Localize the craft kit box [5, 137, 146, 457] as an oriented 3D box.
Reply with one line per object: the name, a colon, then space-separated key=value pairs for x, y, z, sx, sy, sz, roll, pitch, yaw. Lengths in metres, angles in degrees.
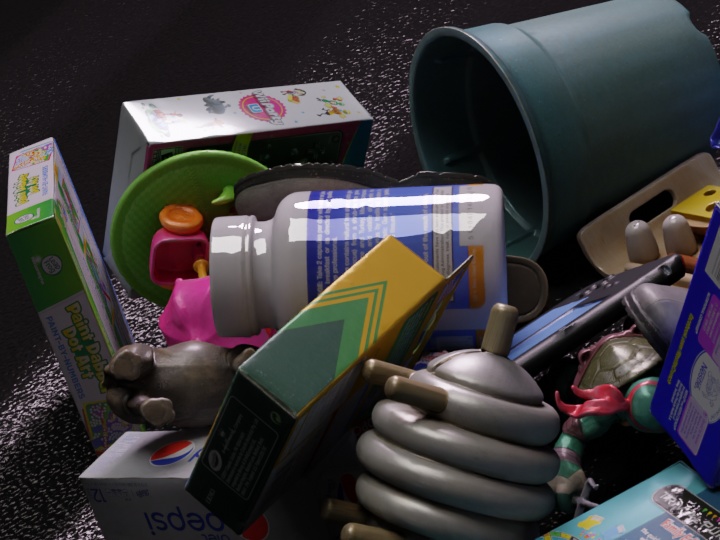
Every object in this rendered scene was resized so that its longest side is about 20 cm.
craft kit box: x=-0.220 y=0.021 z=1.842 sx=0.048 sy=0.201 sz=0.198 roll=-21 pitch=21 yaw=-3

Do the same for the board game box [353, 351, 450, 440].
board game box: x=-0.023 y=0.078 z=1.768 sx=0.134 sy=0.029 sz=0.200 roll=-28 pitch=24 yaw=-18

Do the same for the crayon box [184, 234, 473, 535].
crayon box: x=-0.020 y=0.063 z=1.498 sx=0.051 sy=0.126 sz=0.200 roll=38 pitch=46 yaw=12

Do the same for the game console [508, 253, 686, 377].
game console: x=0.112 y=0.055 z=1.601 sx=0.199 sy=0.031 sz=0.177 roll=-33 pitch=-3 yaw=-18

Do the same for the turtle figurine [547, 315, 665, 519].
turtle figurine: x=0.178 y=0.084 z=1.505 sx=0.149 sy=0.101 sz=0.200 roll=-15 pitch=14 yaw=-1

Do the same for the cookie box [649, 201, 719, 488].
cookie box: x=0.285 y=0.024 z=1.381 sx=0.199 sy=0.172 sz=0.075 roll=-14 pitch=48 yaw=-25

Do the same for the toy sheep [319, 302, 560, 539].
toy sheep: x=0.057 y=0.116 z=1.432 sx=0.137 sy=0.201 sz=0.138 roll=18 pitch=8 yaw=-3

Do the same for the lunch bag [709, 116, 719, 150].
lunch bag: x=0.384 y=-0.107 z=1.741 sx=0.150 sy=0.095 sz=0.199 roll=-3 pitch=19 yaw=-40

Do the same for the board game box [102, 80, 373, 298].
board game box: x=-0.100 y=-0.067 z=1.923 sx=0.199 sy=0.148 sz=0.064 roll=-10 pitch=39 yaw=-28

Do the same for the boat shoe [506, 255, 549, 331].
boat shoe: x=0.040 y=0.015 z=1.753 sx=0.198 sy=0.072 sz=0.068 roll=12 pitch=-11 yaw=5

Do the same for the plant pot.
plant pot: x=0.170 y=-0.123 z=1.876 sx=0.195 sy=0.202 sz=0.200 roll=-21 pitch=21 yaw=-24

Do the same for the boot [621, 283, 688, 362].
boot: x=0.256 y=0.010 z=1.455 sx=0.132 sy=0.199 sz=0.070 roll=-46 pitch=57 yaw=24

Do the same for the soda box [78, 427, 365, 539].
soda box: x=-0.089 y=0.151 z=1.603 sx=0.199 sy=0.069 sz=0.063 roll=-4 pitch=26 yaw=35

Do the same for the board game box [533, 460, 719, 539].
board game box: x=0.140 y=0.194 z=1.339 sx=0.199 sy=0.047 sz=0.151 roll=-26 pitch=23 yaw=-14

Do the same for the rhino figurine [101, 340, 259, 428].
rhino figurine: x=-0.083 y=0.079 z=1.628 sx=0.198 sy=0.060 sz=0.087 roll=2 pitch=-2 yaw=-18

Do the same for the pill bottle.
pill bottle: x=0.000 y=0.000 z=1.615 sx=0.198 sy=0.113 sz=0.112 roll=-2 pitch=24 yaw=4

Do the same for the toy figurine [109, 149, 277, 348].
toy figurine: x=-0.085 y=0.020 z=1.800 sx=0.198 sy=0.151 sz=0.185 roll=2 pitch=33 yaw=-12

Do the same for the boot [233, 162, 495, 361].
boot: x=0.002 y=-0.004 z=1.693 sx=0.198 sy=0.132 sz=0.068 roll=3 pitch=-13 yaw=6

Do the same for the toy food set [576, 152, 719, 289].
toy food set: x=0.273 y=-0.041 z=1.750 sx=0.143 sy=0.061 sz=0.199 roll=-32 pitch=25 yaw=-26
